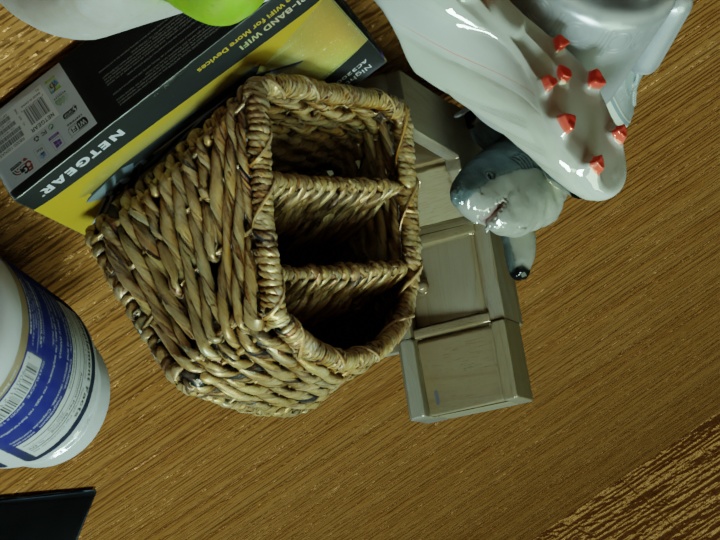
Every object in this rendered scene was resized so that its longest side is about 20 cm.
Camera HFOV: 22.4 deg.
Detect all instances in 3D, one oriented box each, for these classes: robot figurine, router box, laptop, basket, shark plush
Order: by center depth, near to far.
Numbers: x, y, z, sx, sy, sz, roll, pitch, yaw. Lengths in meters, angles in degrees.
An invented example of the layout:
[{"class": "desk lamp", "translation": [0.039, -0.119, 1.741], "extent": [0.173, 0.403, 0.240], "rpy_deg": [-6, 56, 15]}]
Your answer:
[{"class": "router box", "translation": [-0.096, -0.099, 1.020], "extent": [0.200, 0.052, 0.157], "rpy_deg": [-37, 162, 7]}, {"class": "basket", "translation": [-0.029, -0.011, 1.043], "extent": [0.149, 0.143, 0.200], "rpy_deg": [-40, 163, 20]}, {"class": "robot figurine", "translation": [0.125, -0.159, 1.148], "extent": [0.168, 0.114, 0.200], "rpy_deg": [6, 145, -18]}, {"class": "shark plush", "translation": [0.107, -0.091, 1.233], "extent": [0.091, 0.083, 0.201], "rpy_deg": [-53, -165, 45]}, {"class": "laptop", "translation": [-0.348, 0.257, 1.521], "extent": [0.199, 0.117, 0.187], "rpy_deg": [-11, 172, 27]}]

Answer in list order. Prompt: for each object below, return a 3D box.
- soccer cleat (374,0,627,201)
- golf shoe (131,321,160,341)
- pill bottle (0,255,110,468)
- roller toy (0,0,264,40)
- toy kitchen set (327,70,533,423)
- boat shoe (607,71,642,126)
[{"class": "soccer cleat", "translation": [0.081, -0.118, 1.079], "extent": [0.077, 0.200, 0.069], "rpy_deg": [-32, -167, 45]}, {"class": "golf shoe", "translation": [-0.109, 0.037, 1.263], "extent": [0.077, 0.095, 0.200], "rpy_deg": [-31, 162, -13]}, {"class": "pill bottle", "translation": [-0.224, 0.055, 1.082], "extent": [0.115, 0.116, 0.200], "rpy_deg": [-34, 161, 0]}, {"class": "roller toy", "translation": [-0.076, -0.188, 0.648], "extent": [0.139, 0.201, 0.182], "rpy_deg": [-23, -167, -29]}, {"class": "toy kitchen set", "translation": [0.000, 0.000, 1.222], "extent": [0.162, 0.201, 0.180], "rpy_deg": [-14, 167, 20]}, {"class": "boat shoe", "translation": [0.183, -0.157, 1.314], "extent": [0.071, 0.070, 0.201], "rpy_deg": [-31, 158, 7]}]
